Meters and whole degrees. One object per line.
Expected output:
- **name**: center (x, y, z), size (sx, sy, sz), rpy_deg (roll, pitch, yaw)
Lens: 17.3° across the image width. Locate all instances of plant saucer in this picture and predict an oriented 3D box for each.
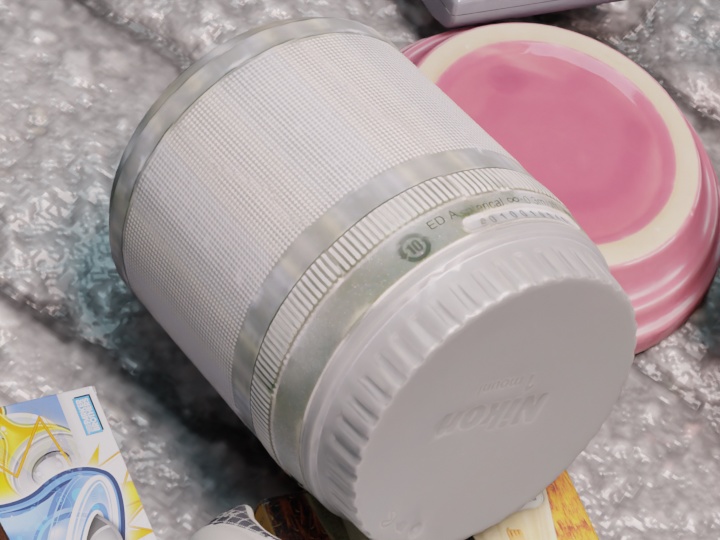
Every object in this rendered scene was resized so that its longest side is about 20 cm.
- **plant saucer**: center (0.087, -0.048, 1.158), size (0.200, 0.051, 0.201), rpy_deg (7, 54, -10)

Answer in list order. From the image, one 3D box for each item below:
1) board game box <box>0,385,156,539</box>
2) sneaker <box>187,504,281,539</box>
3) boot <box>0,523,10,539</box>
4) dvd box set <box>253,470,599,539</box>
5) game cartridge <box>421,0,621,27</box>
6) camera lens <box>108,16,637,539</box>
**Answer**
- **board game box**: center (-0.139, 0.150, 0.958), size (0.135, 0.034, 0.200), rpy_deg (-13, 59, -24)
- **sneaker**: center (0.016, 0.159, 0.937), size (0.200, 0.076, 0.081), rpy_deg (30, 35, 3)
- **boot**: center (-0.231, 0.086, 0.923), size (0.186, 0.064, 0.200), rpy_deg (-10, 63, -19)
- **dvd box set**: center (0.053, 0.172, 0.999), size (0.146, 0.029, 0.200), rpy_deg (-10, 58, -22)
- **game cartridge**: center (0.064, -0.203, 1.254), size (0.133, 0.042, 0.200), rpy_deg (-8, 46, -26)
- **camera lens**: center (0.000, 0.000, 1.007), size (0.160, 0.160, 0.200), rpy_deg (-21, 49, -28)
